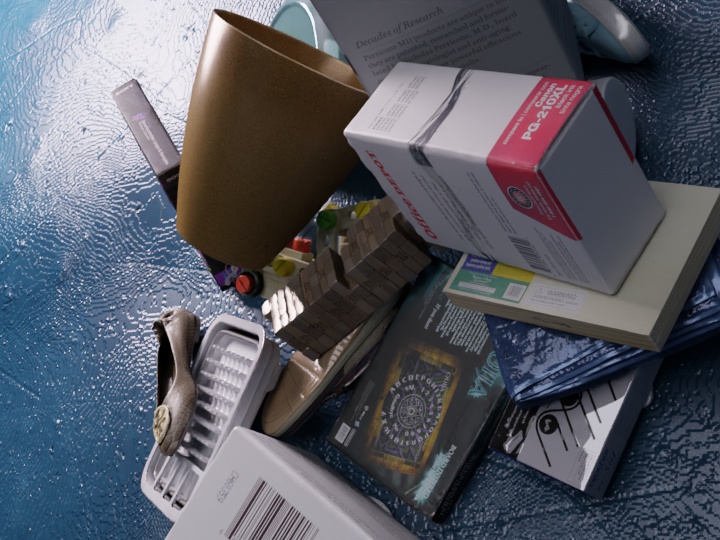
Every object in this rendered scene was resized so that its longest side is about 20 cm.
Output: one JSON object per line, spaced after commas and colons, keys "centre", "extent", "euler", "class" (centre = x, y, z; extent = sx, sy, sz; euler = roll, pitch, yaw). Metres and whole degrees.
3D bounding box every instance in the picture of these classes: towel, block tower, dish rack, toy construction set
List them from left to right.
{"centre": [-0.143, 0.147, 1.130], "extent": [0.171, 0.043, 0.201], "euler": [8, 74, 66], "class": "dish rack"}
{"centre": [-0.059, -0.027, 1.145], "extent": [0.199, 0.092, 0.132], "euler": [22, 103, 45], "class": "toy construction set"}
{"centre": [0.000, 0.000, 1.032], "extent": [0.200, 0.054, 0.058], "euler": [-40, 34, 20], "class": "block tower"}
{"centre": [0.194, 0.027, 0.901], "extent": [0.199, 0.048, 0.112], "euler": [-27, 57, 20], "class": "towel"}

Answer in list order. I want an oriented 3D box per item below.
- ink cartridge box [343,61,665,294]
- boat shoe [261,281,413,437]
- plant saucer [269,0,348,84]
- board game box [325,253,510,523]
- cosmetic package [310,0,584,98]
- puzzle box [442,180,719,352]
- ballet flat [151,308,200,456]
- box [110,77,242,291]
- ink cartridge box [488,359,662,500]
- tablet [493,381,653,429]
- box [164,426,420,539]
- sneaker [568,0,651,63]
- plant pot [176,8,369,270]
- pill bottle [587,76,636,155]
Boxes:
{"centre": [0.106, -0.075, 0.866], "extent": [0.199, 0.145, 0.085], "euler": [18, 66, 47], "class": "ink cartridge box"}
{"centre": [-0.015, 0.085, 1.084], "extent": [0.200, 0.065, 0.072], "euler": [-52, 30, 5], "class": "boat shoe"}
{"centre": [-0.068, -0.202, 1.204], "extent": [0.200, 0.027, 0.202], "euler": [-8, 81, 61], "class": "plant saucer"}
{"centre": [0.068, 0.104, 1.022], "extent": [0.135, 0.028, 0.201], "euler": [33, 96, 34], "class": "board game box"}
{"centre": [0.071, -0.235, 0.954], "extent": [0.164, 0.200, 0.165], "euler": [-21, 40, 20], "class": "cosmetic package"}
{"centre": [0.172, -0.016, 0.893], "extent": [0.199, 0.025, 0.133], "euler": [13, 64, 46], "class": "puzzle box"}
{"centre": [-0.195, 0.108, 1.167], "extent": [0.067, 0.046, 0.201], "euler": [-50, 27, 30], "class": "ballet flat"}
{"centre": [-0.189, -0.086, 1.195], "extent": [0.036, 0.200, 0.143], "euler": [-29, 52, -8], "class": "box"}
{"centre": [0.192, 0.076, 0.940], "extent": [0.094, 0.044, 0.201], "euler": [20, 82, 37], "class": "ink cartridge box"}
{"centre": [0.156, 0.070, 1.005], "extent": [0.199, 0.014, 0.131], "euler": [-13, 63, 30], "class": "tablet"}
{"centre": [-0.065, 0.278, 0.994], "extent": [0.199, 0.131, 0.201], "euler": [32, 91, 39], "class": "box"}
{"centre": [0.190, -0.225, 1.075], "extent": [0.082, 0.074, 0.200], "euler": [-51, 40, 7], "class": "sneaker"}
{"centre": [-0.091, -0.110, 1.054], "extent": [0.186, 0.186, 0.201], "euler": [39, 108, 39], "class": "plant pot"}
{"centre": [0.140, -0.116, 1.033], "extent": [0.199, 0.111, 0.112], "euler": [-7, 67, 32], "class": "pill bottle"}
